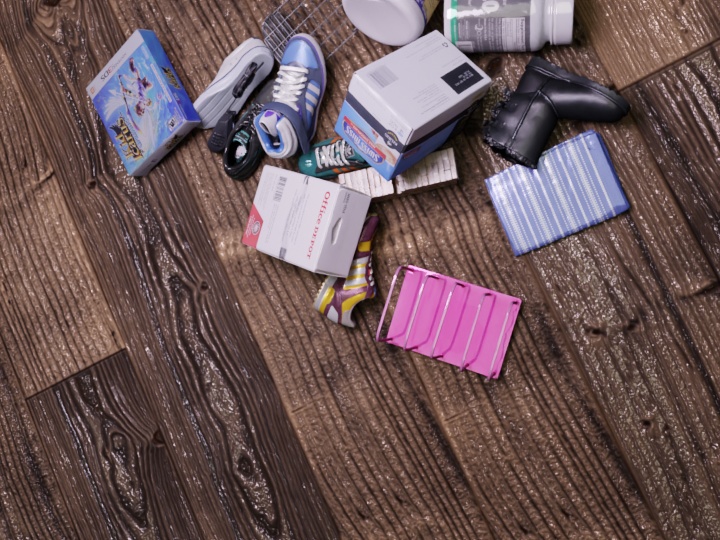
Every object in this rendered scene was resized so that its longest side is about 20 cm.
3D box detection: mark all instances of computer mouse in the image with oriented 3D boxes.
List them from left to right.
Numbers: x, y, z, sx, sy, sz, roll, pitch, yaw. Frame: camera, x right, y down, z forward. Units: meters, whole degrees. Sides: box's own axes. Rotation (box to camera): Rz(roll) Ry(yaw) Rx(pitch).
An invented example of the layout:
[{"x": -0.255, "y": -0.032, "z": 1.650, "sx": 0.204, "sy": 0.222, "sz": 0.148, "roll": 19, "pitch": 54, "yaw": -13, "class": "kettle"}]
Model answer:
[{"x": -0.220, "y": -0.282, "z": 1.362, "sx": 0.034, "sy": 0.059, "sz": 0.200, "roll": 34, "pitch": 130, "yaw": -4, "class": "computer mouse"}]

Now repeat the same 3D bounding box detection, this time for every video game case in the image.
[{"x": -0.405, "y": -0.307, "z": 1.423, "sx": 0.181, "sy": 0.045, "sz": 0.200, "roll": -34, "pitch": 80, "yaw": 33, "class": "video game case"}]

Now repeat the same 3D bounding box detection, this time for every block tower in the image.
[{"x": 0.069, "y": -0.156, "z": 1.314, "sx": 0.200, "sy": 0.058, "sz": 0.054, "roll": -11, "pitch": 86, "yaw": 17, "class": "block tower"}]

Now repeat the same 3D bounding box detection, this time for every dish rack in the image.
[{"x": -0.070, "y": -0.438, "z": 1.361, "sx": 0.200, "sy": 0.055, "sz": 0.153, "roll": -39, "pitch": 78, "yaw": 13, "class": "dish rack"}]

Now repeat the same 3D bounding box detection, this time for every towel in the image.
[{"x": 0.320, "y": -0.127, "z": 1.264, "sx": 0.200, "sy": 0.024, "sz": 0.145, "roll": -23, "pitch": 84, "yaw": 16, "class": "towel"}]

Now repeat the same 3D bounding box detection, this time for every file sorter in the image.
[{"x": 0.142, "y": 0.084, "z": 1.251, "sx": 0.200, "sy": 0.125, "sz": 0.139, "roll": 17, "pitch": 93, "yaw": 15, "class": "file sorter"}]

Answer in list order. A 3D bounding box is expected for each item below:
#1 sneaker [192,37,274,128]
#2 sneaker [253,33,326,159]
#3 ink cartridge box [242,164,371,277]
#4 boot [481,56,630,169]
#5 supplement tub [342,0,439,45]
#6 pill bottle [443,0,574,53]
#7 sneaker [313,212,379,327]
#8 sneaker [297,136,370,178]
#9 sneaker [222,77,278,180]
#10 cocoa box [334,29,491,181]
[{"x": -0.236, "y": -0.340, "z": 1.402, "sx": 0.200, "sy": 0.073, "sz": 0.071, "roll": -37, "pitch": 48, "yaw": 17, "class": "sneaker"}, {"x": -0.121, "y": -0.286, "z": 1.291, "sx": 0.080, "sy": 0.146, "sz": 0.200, "roll": 14, "pitch": 117, "yaw": 16, "class": "sneaker"}, {"x": -0.093, "y": -0.084, "z": 1.301, "sx": 0.200, "sy": 0.083, "sz": 0.147, "roll": 21, "pitch": 95, "yaw": 42, "class": "ink cartridge box"}, {"x": 0.304, "y": -0.237, "z": 1.235, "sx": 0.198, "sy": 0.073, "sz": 0.163, "roll": 32, "pitch": 91, "yaw": 23, "class": "boot"}, {"x": 0.074, "y": -0.485, "z": 1.253, "sx": 0.145, "sy": 0.145, "sz": 0.200, "roll": 24, "pitch": 75, "yaw": 15, "class": "supplement tub"}, {"x": 0.241, "y": -0.411, "z": 1.243, "sx": 0.200, "sy": 0.113, "sz": 0.113, "roll": 3, "pitch": 89, "yaw": 15, "class": "pill bottle"}, {"x": 0.000, "y": 0.000, "z": 1.325, "sx": 0.090, "sy": 0.075, "sz": 0.200, "roll": 29, "pitch": 103, "yaw": 6, "class": "sneaker"}, {"x": -0.021, "y": -0.205, "z": 1.324, "sx": 0.200, "sy": 0.080, "sz": 0.071, "roll": -11, "pitch": 87, "yaw": 15, "class": "sneaker"}, {"x": -0.183, "y": -0.250, "z": 1.369, "sx": 0.075, "sy": 0.079, "sz": 0.200, "roll": 29, "pitch": 96, "yaw": 4, "class": "sneaker"}, {"x": 0.082, "y": -0.262, "z": 1.226, "sx": 0.133, "sy": 0.131, "sz": 0.200, "roll": 46, "pitch": 57, "yaw": 12, "class": "cocoa box"}]
